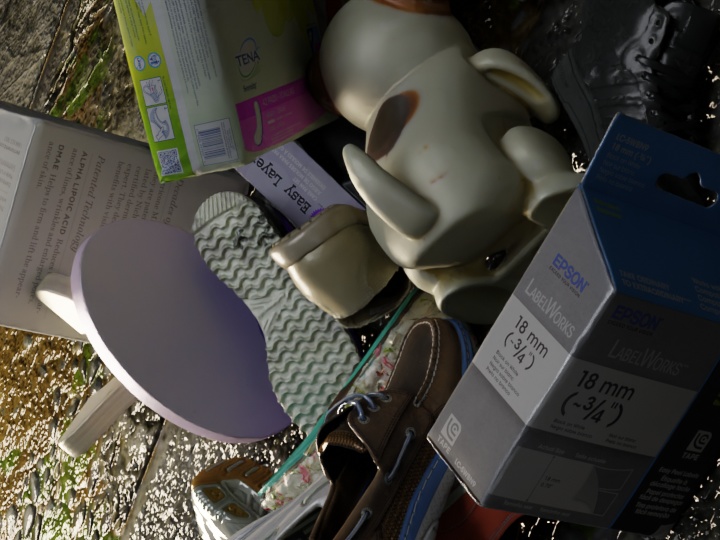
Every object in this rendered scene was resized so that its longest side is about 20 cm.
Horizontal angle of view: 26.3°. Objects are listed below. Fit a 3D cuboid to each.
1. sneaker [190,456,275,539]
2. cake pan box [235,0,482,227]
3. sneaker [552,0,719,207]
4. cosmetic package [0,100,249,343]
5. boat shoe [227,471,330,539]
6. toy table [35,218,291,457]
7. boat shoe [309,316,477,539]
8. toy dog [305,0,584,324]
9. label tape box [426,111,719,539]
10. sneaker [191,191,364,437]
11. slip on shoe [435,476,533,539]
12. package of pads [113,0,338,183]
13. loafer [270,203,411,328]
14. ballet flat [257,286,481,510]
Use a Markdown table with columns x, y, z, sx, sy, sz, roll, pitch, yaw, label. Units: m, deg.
| x | y | z | sx | sy | sz | roll | pitch | yaw | label |
| --- | --- | --- | --- | --- | --- | --- | --- | --- | --- |
| -0.046 | 0.215 | 1.074 | 0.200 | 0.075 | 0.088 | 41 | 140 | 42 | sneaker |
| -0.029 | -0.136 | 1.098 | 0.200 | 0.052 | 0.184 | 44 | 121 | 7 | cake pan box |
| 0.171 | -0.112 | 0.895 | 0.104 | 0.060 | 0.200 | -52 | 41 | 30 | sneaker |
| -0.232 | -0.035 | 1.287 | 0.165 | 0.199 | 0.166 | 23 | 97 | 54 | cosmetic package |
| -0.004 | 0.159 | 0.972 | 0.200 | 0.074 | 0.067 | -40 | 15 | 6 | boat shoe |
| -0.149 | 0.058 | 1.163 | 0.184 | 0.200 | 0.117 | -44 | 10 | -35 | toy table |
| 0.015 | 0.106 | 0.899 | 0.072 | 0.072 | 0.201 | -33 | 34 | 51 | boat shoe |
| 0.040 | -0.084 | 0.958 | 0.140 | 0.193 | 0.201 | -53 | 49 | 40 | toy dog |
| 0.146 | 0.036 | 0.802 | 0.201 | 0.144 | 0.063 | -61 | 38 | 18 | label tape box |
| -0.039 | 0.031 | 1.116 | 0.069 | 0.099 | 0.201 | -31 | 81 | 15 | sneaker |
| 0.065 | 0.162 | 0.937 | 0.061 | 0.074 | 0.200 | 49 | 127 | 13 | slip on shoe |
| -0.082 | -0.152 | 0.976 | 0.068 | 0.200 | 0.156 | -10 | 102 | 18 | package of pads |
| 0.000 | 0.000 | 1.002 | 0.075 | 0.200 | 0.069 | -30 | 83 | 18 | loafer |
| 0.007 | 0.099 | 1.021 | 0.200 | 0.064 | 0.076 | -53 | -4 | 20 | ballet flat |
